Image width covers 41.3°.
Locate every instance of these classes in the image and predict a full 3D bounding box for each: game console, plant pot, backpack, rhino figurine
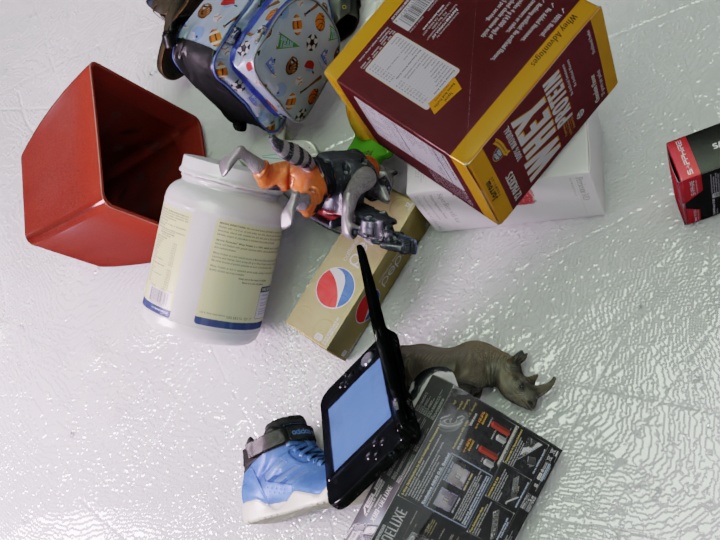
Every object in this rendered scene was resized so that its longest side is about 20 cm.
[{"bbox_3d":[-0.011,0.102,0.962,0.176,0.116,0.200,-46,20,16],"label":"game console"},{"bbox_3d":[-0.324,-0.110,1.229,0.175,0.200,0.201,-24,64,27],"label":"plant pot"},{"bbox_3d":[-0.116,-0.286,1.167,0.153,0.200,0.192,16,75,25],"label":"backpack"},{"bbox_3d":[0.112,0.120,1.037,0.198,0.060,0.088,-4,74,19],"label":"rhino figurine"}]

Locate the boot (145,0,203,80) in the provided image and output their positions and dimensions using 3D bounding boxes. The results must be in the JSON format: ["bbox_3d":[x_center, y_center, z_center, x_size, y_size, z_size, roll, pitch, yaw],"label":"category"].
[{"bbox_3d":[-0.261,-0.355,1.354,0.096,0.075,0.201,5,67,36],"label":"boot"}]

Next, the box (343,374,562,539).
[{"bbox_3d":[0.092,0.229,0.954,0.201,0.157,0.050,-61,25,-6],"label":"box"}]

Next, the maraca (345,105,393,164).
[{"bbox_3d":[0.031,-0.199,1.146,0.137,0.106,0.201,-5,62,63],"label":"maraca"}]

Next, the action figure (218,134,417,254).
[{"bbox_3d":[-0.023,-0.088,1.018,0.199,0.193,0.105,25,111,37],"label":"action figure"}]

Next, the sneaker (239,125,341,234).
[{"bbox_3d":[-0.067,-0.117,1.185,0.200,0.070,0.080,39,86,29],"label":"sneaker"}]

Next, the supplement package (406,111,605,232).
[{"bbox_3d":[0.163,-0.126,1.065,0.198,0.121,0.121,-6,69,21],"label":"supplement package"}]

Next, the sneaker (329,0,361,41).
[{"bbox_3d":[-0.013,-0.390,1.262,0.200,0.075,0.106,-49,66,11],"label":"sneaker"}]

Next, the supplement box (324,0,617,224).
[{"bbox_3d":[0.114,-0.195,0.965,0.200,0.133,0.198,38,86,30],"label":"supplement box"}]

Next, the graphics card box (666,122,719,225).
[{"bbox_3d":[0.413,-0.119,0.959,0.199,0.125,0.051,-19,65,16],"label":"graphics card box"}]

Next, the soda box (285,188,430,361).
[{"bbox_3d":[0.000,0.000,1.121,0.067,0.064,0.201,30,86,28],"label":"soda box"}]

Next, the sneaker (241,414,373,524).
[{"bbox_3d":[-0.057,0.208,1.048,0.199,0.076,0.112,-24,65,38],"label":"sneaker"}]

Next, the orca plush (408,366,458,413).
[{"bbox_3d":[0.064,0.196,1.004,0.104,0.071,0.202,-13,103,-23],"label":"orca plush"}]

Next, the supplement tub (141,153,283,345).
[{"bbox_3d":[-0.170,-0.025,1.126,0.144,0.145,0.202,17,98,26],"label":"supplement tub"}]
